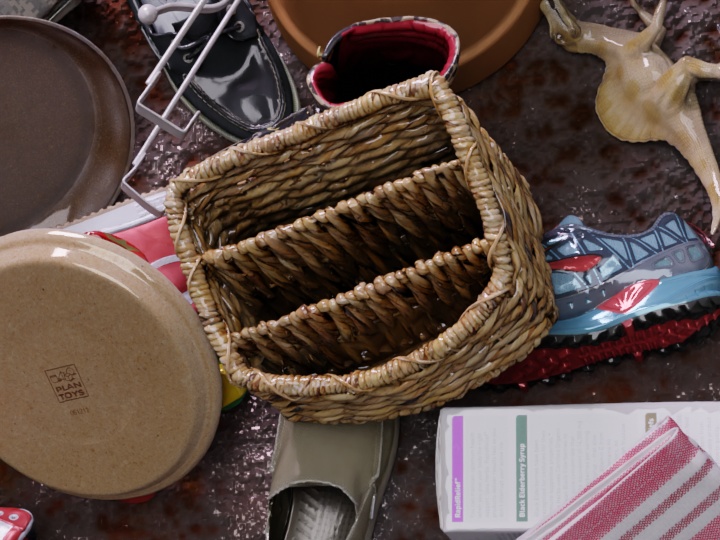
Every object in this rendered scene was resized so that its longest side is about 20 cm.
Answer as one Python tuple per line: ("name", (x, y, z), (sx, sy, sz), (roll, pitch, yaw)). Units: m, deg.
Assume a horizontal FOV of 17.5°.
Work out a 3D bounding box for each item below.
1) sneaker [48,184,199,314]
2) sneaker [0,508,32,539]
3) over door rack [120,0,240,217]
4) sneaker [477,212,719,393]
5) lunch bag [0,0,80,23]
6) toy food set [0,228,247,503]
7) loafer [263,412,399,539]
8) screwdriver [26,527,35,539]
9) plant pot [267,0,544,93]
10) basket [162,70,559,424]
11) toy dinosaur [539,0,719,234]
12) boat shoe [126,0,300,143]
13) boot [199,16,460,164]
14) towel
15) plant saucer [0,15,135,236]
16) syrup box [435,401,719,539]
("sneaker", (-0.176, 0.029, 1.524), (0.200, 0.071, 0.113), (-23, 70, 1))
("sneaker", (-0.254, 0.147, 1.468), (0.112, 0.071, 0.200), (-1, 44, -5))
("over door rack", (-0.110, -0.154, 1.446), (0.066, 0.148, 0.200), (19, 70, -3))
("sneaker", (0.128, 0.016, 1.486), (0.200, 0.079, 0.096), (-11, 60, 0))
("lunch bag", (-0.284, -0.187, 1.563), (0.168, 0.139, 0.200), (40, 84, 13))
("toy food set", (-0.176, 0.061, 1.473), (0.200, 0.049, 0.198), (-30, 104, 29))
("loafer", (-0.020, 0.129, 1.473), (0.075, 0.068, 0.200), (2, 76, 10))
("screwdriver", (-0.303, 0.146, 1.539), (0.200, 0.028, 0.029), (17, 51, 15))
("plant pot", (0.021, -0.226, 1.521), (0.200, 0.140, 0.201), (-3, 75, 10))
("basket", (0.000, 0.000, 1.401), (0.200, 0.149, 0.143), (-19, 57, 18))
("toy dinosaur", (0.203, -0.117, 1.517), (0.101, 0.058, 0.200), (-44, 66, 12))
("boat shoe", (-0.110, -0.168, 1.565), (0.074, 0.066, 0.200), (-30, 73, 1))
("boot", (-0.026, -0.086, 1.470), (0.200, 0.151, 0.073), (-17, 72, -10))
("towel", (0.195, 0.199, 1.390), (0.146, 0.030, 0.200), (-41, 99, 16))
("plant saucer", (-0.244, -0.080, 1.516), (0.200, 0.200, 0.032), (-36, 41, -1))
("syrup box", (0.150, 0.126, 1.441), (0.199, 0.079, 0.082), (-1, 77, 9))
